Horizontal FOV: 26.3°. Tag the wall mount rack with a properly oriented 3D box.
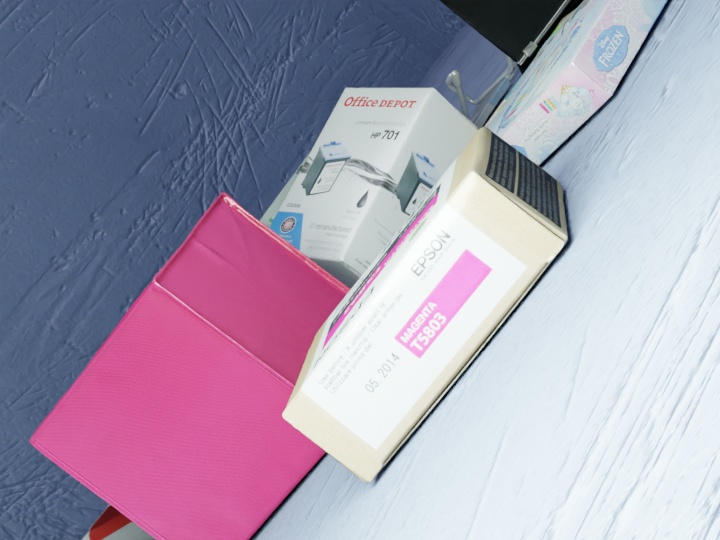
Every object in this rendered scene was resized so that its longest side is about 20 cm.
[{"bbox_3d":[0.130,-0.212,1.837,0.200,0.074,0.174,-57,6,-31],"label":"wall mount rack"}]

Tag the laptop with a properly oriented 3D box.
[{"bbox_3d":[0.184,-0.321,1.631,0.187,0.116,0.200,-52,-7,6],"label":"laptop"}]

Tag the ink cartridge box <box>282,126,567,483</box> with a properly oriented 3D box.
[{"bbox_3d":[0.044,0.016,0.992,0.200,0.075,0.165,-52,4,15],"label":"ink cartridge box"}]

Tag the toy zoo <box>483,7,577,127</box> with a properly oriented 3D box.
[{"bbox_3d":[0.168,-0.180,1.544,0.200,0.020,0.131,-54,5,-6],"label":"toy zoo"}]

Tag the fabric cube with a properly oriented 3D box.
[{"bbox_3d":[-0.120,0.093,1.304,0.199,0.196,0.200,-51,4,26],"label":"fabric cube"}]

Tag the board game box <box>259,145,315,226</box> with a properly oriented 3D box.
[{"bbox_3d":[-0.030,-0.095,2.129,0.200,0.147,0.064,-54,6,-13],"label":"board game box"}]

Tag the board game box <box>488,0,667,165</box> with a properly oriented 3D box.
[{"bbox_3d":[0.172,-0.164,1.235,0.200,0.043,0.199,-56,5,-34],"label":"board game box"}]

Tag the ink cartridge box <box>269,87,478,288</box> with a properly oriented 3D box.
[{"bbox_3d":[0.009,-0.079,1.530,0.146,0.086,0.200,8,66,51],"label":"ink cartridge box"}]

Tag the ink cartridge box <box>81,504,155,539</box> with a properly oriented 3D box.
[{"bbox_3d":[-0.244,0.286,1.734,0.161,0.050,0.200,-28,-12,-40],"label":"ink cartridge box"}]
